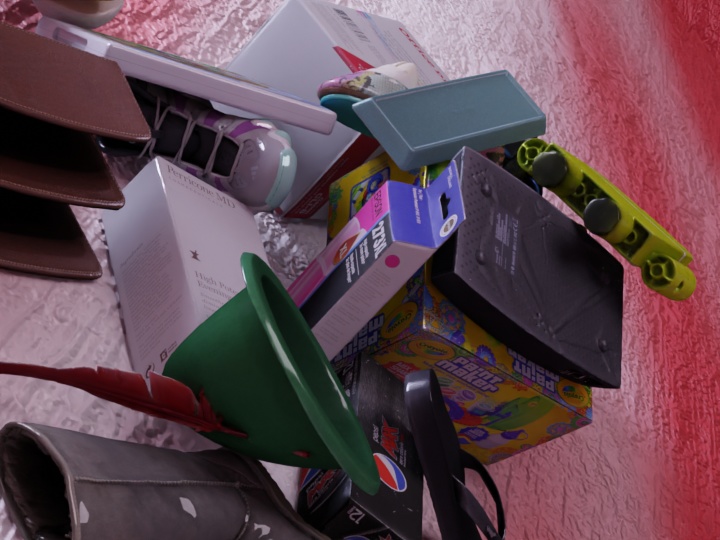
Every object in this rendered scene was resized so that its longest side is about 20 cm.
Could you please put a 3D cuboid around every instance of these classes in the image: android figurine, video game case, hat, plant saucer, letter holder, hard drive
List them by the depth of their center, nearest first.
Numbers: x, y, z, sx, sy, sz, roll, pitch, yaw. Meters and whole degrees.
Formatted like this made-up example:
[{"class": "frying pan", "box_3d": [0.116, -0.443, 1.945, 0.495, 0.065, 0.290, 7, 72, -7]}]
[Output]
[{"class": "hat", "box_3d": [-0.109, 0.094, 1.178, 0.200, 0.176, 0.166, 60, 4, -7]}, {"class": "letter holder", "box_3d": [-0.237, -0.082, 1.241, 0.200, 0.101, 0.142, 14, 39, -53]}, {"class": "hard drive", "box_3d": [0.132, 0.004, 1.452, 0.200, 0.042, 0.135, 34, 47, -33]}, {"class": "video game case", "box_3d": [-0.142, -0.158, 1.478, 0.200, 0.022, 0.182, 15, 7, -29]}, {"class": "plant saucer", "box_3d": [0.078, -0.126, 1.489, 0.200, 0.019, 0.070, -18, 64, -48]}, {"class": "android figurine", "box_3d": [0.210, -0.044, 1.544, 0.182, 0.041, 0.200, 45, 9, 24]}]

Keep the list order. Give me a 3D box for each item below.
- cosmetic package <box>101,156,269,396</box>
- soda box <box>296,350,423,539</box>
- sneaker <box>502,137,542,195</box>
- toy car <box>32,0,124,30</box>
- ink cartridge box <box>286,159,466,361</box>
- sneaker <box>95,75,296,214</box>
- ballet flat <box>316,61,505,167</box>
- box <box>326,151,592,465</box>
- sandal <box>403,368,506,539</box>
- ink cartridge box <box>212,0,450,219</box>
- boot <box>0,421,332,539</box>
[{"class": "cosmetic package", "box_3d": [-0.115, 0.018, 1.320, 0.102, 0.074, 0.200, 29, 29, -37]}, {"class": "soda box", "box_3d": [0.001, 0.143, 1.321, 0.071, 0.063, 0.200, 39, 22, -16]}, {"class": "sneaker", "box_3d": [0.096, -0.056, 1.649, 0.112, 0.200, 0.073, 38, 40, 14]}, {"class": "toy car", "box_3d": [-0.263, -0.302, 1.510, 0.150, 0.175, 0.200, -7, 53, -34]}, {"class": "ink cartridge box", "box_3d": [0.000, 0.000, 1.385, 0.037, 0.200, 0.095, 37, 22, -21]}, {"class": "sneaker", "box_3d": [-0.150, -0.102, 1.426, 0.140, 0.078, 0.200, 12, 8, -41]}, {"class": "ballet flat", "box_3d": [0.045, -0.128, 1.529, 0.200, 0.069, 0.071, 29, 70, -34]}, {"class": "box", "box_3d": [0.081, 0.025, 1.514, 0.200, 0.122, 0.193, 30, 48, -35]}, {"class": "sandal", "box_3d": [0.076, 0.162, 1.337, 0.076, 0.043, 0.200, -87, 162, -58]}, {"class": "ink cartridge box", "box_3d": [-0.014, -0.142, 1.678, 0.145, 0.145, 0.200, 52, 24, 21]}, {"class": "boot", "box_3d": [-0.104, 0.160, 1.094, 0.182, 0.073, 0.200, 42, 11, 31]}]
